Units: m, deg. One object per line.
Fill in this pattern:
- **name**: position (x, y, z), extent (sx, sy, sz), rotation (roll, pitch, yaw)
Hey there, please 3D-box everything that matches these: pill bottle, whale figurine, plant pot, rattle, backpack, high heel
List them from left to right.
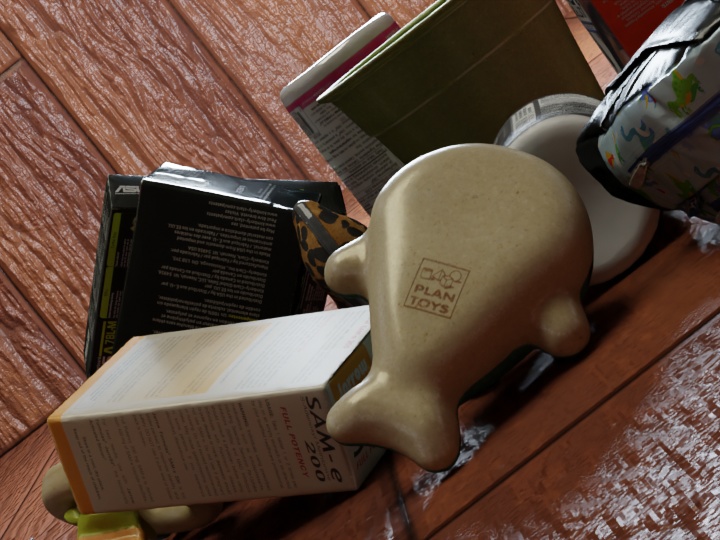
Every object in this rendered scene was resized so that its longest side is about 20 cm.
- **rattle**: position (-0.157, 0.206, 1.440), extent (0.130, 0.143, 0.200), rotation (-11, -21, -16)
- **high heel**: position (0.000, 0.000, 1.499), extent (0.071, 0.143, 0.200), rotation (-38, 6, 0)
- **pill bottle**: position (0.037, -0.100, 1.688), extent (0.113, 0.200, 0.113), rotation (-38, 6, 5)
- **whale figurine**: position (0.054, 0.028, 1.156), extent (0.104, 0.159, 0.200), rotation (71, -142, -57)
- **plant pot**: position (0.104, -0.112, 1.504), extent (0.200, 0.190, 0.200), rotation (-38, 6, 5)
- **pill bottle**: position (0.133, -0.057, 1.316), extent (0.106, 0.106, 0.200), rotation (-37, 5, 9)
- **backpack**: position (0.214, -0.103, 1.100), extent (0.163, 0.154, 0.200), rotation (-37, -16, -12)

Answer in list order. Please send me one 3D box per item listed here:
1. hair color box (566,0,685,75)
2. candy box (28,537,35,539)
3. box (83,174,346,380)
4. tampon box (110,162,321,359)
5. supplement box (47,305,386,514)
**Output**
- **hair color box**: position (0.182, -0.155, 1.300), extent (0.064, 0.200, 0.111), rotation (-37, 6, 3)
- **candy box**: position (-0.297, 0.290, 1.416), extent (0.168, 0.072, 0.200), rotation (-36, 7, 21)
- **box**: position (-0.122, 0.011, 1.690), extent (0.048, 0.192, 0.200), rotation (-101, 18, -46)
- **tampon box**: position (-0.112, 0.034, 1.534), extent (0.150, 0.126, 0.201), rotation (-81, 2, -83)
- **supplement box**: position (-0.076, 0.087, 1.295), extent (0.199, 0.074, 0.126), rotation (-8, 20, 26)
